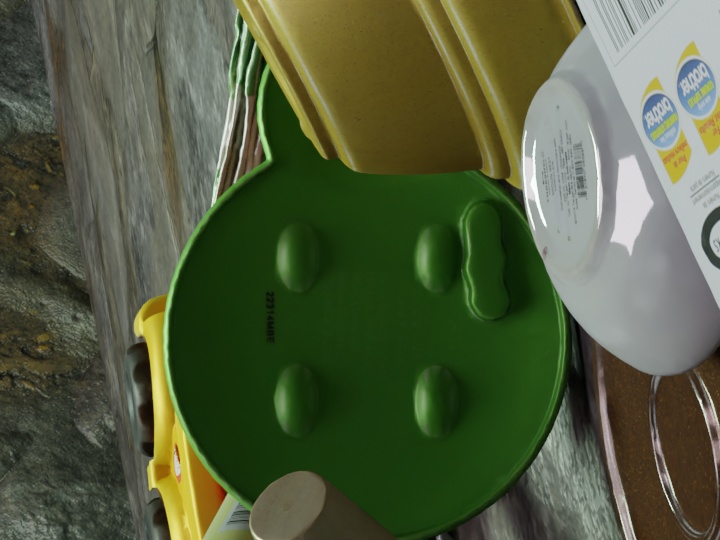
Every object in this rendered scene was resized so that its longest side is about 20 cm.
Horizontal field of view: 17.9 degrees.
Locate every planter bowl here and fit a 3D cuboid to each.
[{"bbox_3d":[0.002,-0.094,0.727,0.201,0.083,0.200,61,178,3],"label":"planter bowl"}]

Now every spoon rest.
[{"bbox_3d":[0.075,-0.073,0.599,0.099,0.060,0.201,-176,81,-71],"label":"spoon rest"}]

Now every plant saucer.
[{"bbox_3d":[0.104,0.048,0.646,0.200,0.032,0.201,170,90,-78],"label":"plant saucer"}]

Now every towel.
[{"bbox_3d":[-0.032,-0.063,0.999,0.153,0.023,0.201,-49,-31,-69],"label":"towel"}]

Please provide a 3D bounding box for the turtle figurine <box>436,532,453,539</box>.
[{"bbox_3d":[0.052,0.235,0.940,0.144,0.200,0.195,-11,111,53],"label":"turtle figurine"}]

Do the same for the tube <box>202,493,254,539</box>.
[{"bbox_3d":[-0.020,0.089,0.977,0.058,0.052,0.200,67,-156,-19],"label":"tube"}]

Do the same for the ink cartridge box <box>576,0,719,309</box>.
[{"bbox_3d":[0.091,-0.077,0.437,0.136,0.076,0.201,128,120,-75],"label":"ink cartridge box"}]

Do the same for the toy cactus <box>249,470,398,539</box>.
[{"bbox_3d":[0.007,0.139,0.806,0.199,0.102,0.165,8,144,43],"label":"toy cactus"}]

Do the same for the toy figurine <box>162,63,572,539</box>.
[{"bbox_3d":[0.000,0.000,0.917,0.184,0.149,0.201,-170,79,-88],"label":"toy figurine"}]

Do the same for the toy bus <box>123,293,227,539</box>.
[{"bbox_3d":[-0.042,0.086,1.110,0.192,0.135,0.201,108,153,-74],"label":"toy bus"}]
